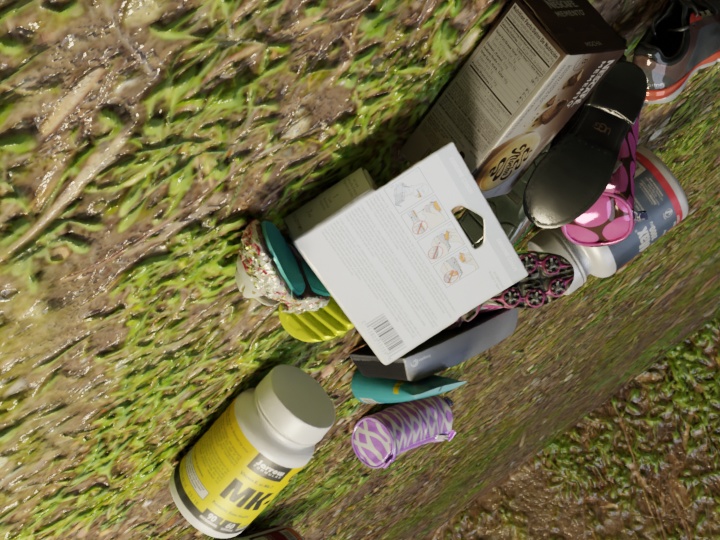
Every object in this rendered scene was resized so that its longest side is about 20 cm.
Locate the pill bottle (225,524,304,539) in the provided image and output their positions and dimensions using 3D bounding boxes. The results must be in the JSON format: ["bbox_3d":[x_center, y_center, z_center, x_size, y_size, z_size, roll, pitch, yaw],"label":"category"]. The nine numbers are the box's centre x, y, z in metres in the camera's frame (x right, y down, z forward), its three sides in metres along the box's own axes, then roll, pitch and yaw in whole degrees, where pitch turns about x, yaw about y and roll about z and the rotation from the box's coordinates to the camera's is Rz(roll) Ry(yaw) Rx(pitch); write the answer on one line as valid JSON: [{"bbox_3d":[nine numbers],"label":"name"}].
[{"bbox_3d":[-0.169,0.466,2.037,0.113,0.113,0.199,-45,160,19],"label":"pill bottle"}]

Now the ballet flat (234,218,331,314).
[{"bbox_3d":[-0.080,0.007,1.224,0.063,0.077,0.200,-22,160,10],"label":"ballet flat"}]

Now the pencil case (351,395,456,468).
[{"bbox_3d":[0.069,0.249,2.034,0.199,0.086,0.084,-12,149,-52],"label":"pencil case"}]

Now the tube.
[{"bbox_3d":[0.053,0.149,1.675,0.077,0.051,0.199,-17,-175,-27],"label":"tube"}]

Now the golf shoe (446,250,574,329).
[{"bbox_3d":[0.171,0.016,1.656,0.197,0.074,0.092,-14,-170,5],"label":"golf shoe"}]

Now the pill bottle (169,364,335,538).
[{"bbox_3d":[-0.125,0.210,1.530,0.200,0.115,0.114,-48,159,25],"label":"pill bottle"}]

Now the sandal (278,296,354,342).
[{"bbox_3d":[0.000,0.000,1.350,0.199,0.080,0.087,-38,-178,14],"label":"sandal"}]

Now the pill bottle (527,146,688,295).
[{"bbox_3d":[0.328,-0.062,1.755,0.199,0.120,0.120,-37,161,-5],"label":"pill bottle"}]

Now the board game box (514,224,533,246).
[{"bbox_3d":[0.208,-0.086,1.615,0.095,0.030,0.201,-17,149,-48],"label":"board game box"}]

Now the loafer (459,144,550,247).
[{"bbox_3d":[0.181,-0.070,1.520,0.062,0.072,0.201,7,130,-48],"label":"loafer"}]

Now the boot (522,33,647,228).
[{"bbox_3d":[0.230,-0.145,1.348,0.201,0.069,0.174,-57,-174,13],"label":"boot"}]

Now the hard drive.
[{"bbox_3d":[0.099,0.091,1.683,0.198,0.043,0.134,-22,-168,-34],"label":"hard drive"}]

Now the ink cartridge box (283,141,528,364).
[{"bbox_3d":[0.047,-0.022,1.255,0.172,0.044,0.201,-32,131,4],"label":"ink cartridge box"}]

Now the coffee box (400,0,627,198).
[{"bbox_3d":[0.143,-0.161,1.234,0.112,0.080,0.201,-14,150,-49],"label":"coffee box"}]

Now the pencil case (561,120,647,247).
[{"bbox_3d":[0.266,-0.121,1.425,0.089,0.202,0.094,1,135,10],"label":"pencil case"}]

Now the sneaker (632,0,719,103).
[{"bbox_3d":[0.350,-0.259,1.390,0.200,0.076,0.083,-49,149,-32],"label":"sneaker"}]
